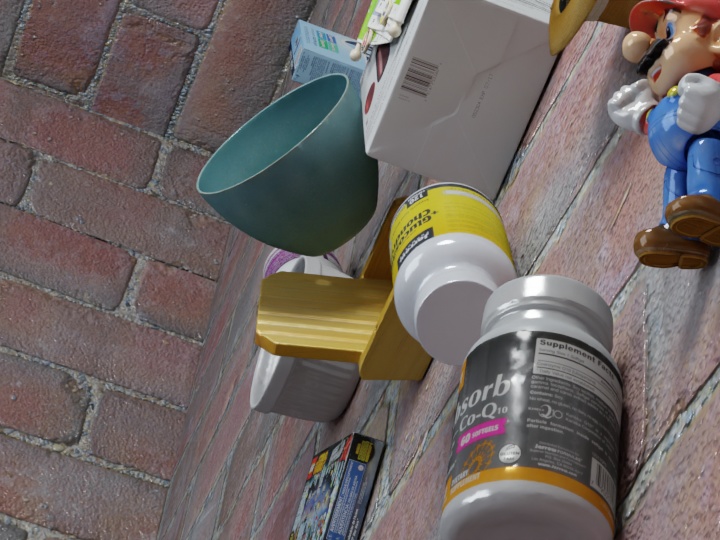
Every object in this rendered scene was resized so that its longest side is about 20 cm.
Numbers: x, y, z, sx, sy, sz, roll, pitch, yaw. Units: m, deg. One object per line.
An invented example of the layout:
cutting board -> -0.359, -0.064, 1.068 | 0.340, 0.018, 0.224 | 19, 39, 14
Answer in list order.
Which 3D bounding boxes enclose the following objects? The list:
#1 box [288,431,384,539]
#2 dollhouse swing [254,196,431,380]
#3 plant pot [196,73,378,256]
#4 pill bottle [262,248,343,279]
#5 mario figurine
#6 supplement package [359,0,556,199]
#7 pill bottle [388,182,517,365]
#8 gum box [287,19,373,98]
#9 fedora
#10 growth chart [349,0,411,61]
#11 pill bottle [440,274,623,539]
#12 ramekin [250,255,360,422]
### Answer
box -> -0.033, 0.259, 2.085 | 0.200, 0.040, 0.138 | 137, 152, -71
dollhouse swing -> 0.000, 0.000, 2.005 | 0.200, 0.174, 0.183 | -88, 20, -64
plant pot -> -0.058, -0.095, 2.039 | 0.199, 0.135, 0.201 | -32, 21, 14
pill bottle -> -0.071, 0.028, 2.534 | 0.200, 0.111, 0.113 | -113, 43, -77
mario figurine -> 0.201, -0.107, 1.267 | 0.123, 0.106, 0.202 | -16, 56, 35
supplement package -> 0.099, -0.214, 1.942 | 0.200, 0.146, 0.193 | -94, 25, -65
pill bottle -> 0.083, 0.005, 1.711 | 0.200, 0.111, 0.113 | -94, 25, -67
gum box -> 0.014, -0.235, 2.302 | 0.170, 0.198, 0.045 | -99, 30, -71
fedora -> 0.217, -0.253, 1.552 | 0.201, 0.081, 0.203 | -161, 90, -86
growth chart -> 0.039, -0.289, 1.935 | 0.200, 0.018, 0.146 | -179, 109, -78
pill bottle -> 0.120, 0.108, 1.297 | 0.117, 0.115, 0.201 | 120, 165, -47
ramekin -> -0.055, 0.091, 2.342 | 0.200, 0.104, 0.202 | -160, 90, -80
